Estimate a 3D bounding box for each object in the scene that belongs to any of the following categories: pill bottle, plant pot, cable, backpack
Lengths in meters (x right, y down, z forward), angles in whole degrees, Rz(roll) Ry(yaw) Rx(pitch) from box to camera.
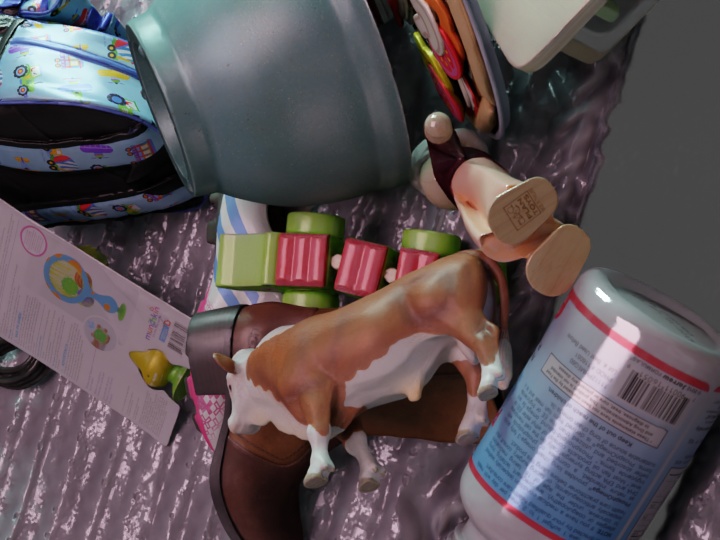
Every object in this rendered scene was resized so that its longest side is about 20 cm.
[{"bbox_3d":[0.126,0.108,1.379,0.109,0.109,0.200,41,107,39],"label":"pill bottle"},{"bbox_3d":[-0.068,-0.124,1.519,0.134,0.200,0.201,-21,58,-8],"label":"plant pot"},{"bbox_3d":[-0.304,0.086,1.829,0.200,0.050,0.097,-27,45,21],"label":"cable"},{"bbox_3d":[-0.199,-0.113,1.681,0.199,0.183,0.135,1,63,28],"label":"backpack"}]

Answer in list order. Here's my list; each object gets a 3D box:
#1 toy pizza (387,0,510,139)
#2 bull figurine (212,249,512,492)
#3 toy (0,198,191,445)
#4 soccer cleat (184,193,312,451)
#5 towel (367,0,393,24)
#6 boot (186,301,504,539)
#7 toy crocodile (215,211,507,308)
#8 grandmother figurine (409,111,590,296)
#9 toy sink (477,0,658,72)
[{"bbox_3d":[0.038,-0.169,1.478,0.032,0.200,0.200,-24,59,-4],"label":"toy pizza"},{"bbox_3d":[0.003,0.063,1.422,0.200,0.065,0.122,-30,56,16],"label":"bull figurine"},{"bbox_3d":[-0.193,0.023,1.684,0.200,0.047,0.115,34,130,17],"label":"toy"},{"bbox_3d":[-0.064,0.026,1.595,0.086,0.070,0.201,-1,81,34],"label":"soccer cleat"},{"bbox_3d":[-0.076,-0.229,1.630,0.200,0.144,0.023,8,48,42],"label":"towel"},{"bbox_3d":[0.003,0.102,1.521,0.199,0.068,0.189,-4,102,21],"label":"boot"},{"bbox_3d":[0.000,0.000,1.526,0.199,0.062,0.068,7,84,19],"label":"toy crocodile"},{"bbox_3d":[0.073,-0.047,1.449,0.060,0.121,0.200,-30,18,-6],"label":"grandmother figurine"},{"bbox_3d":[0.132,-0.212,1.449,0.130,0.112,0.200,-47,48,23],"label":"toy sink"}]
